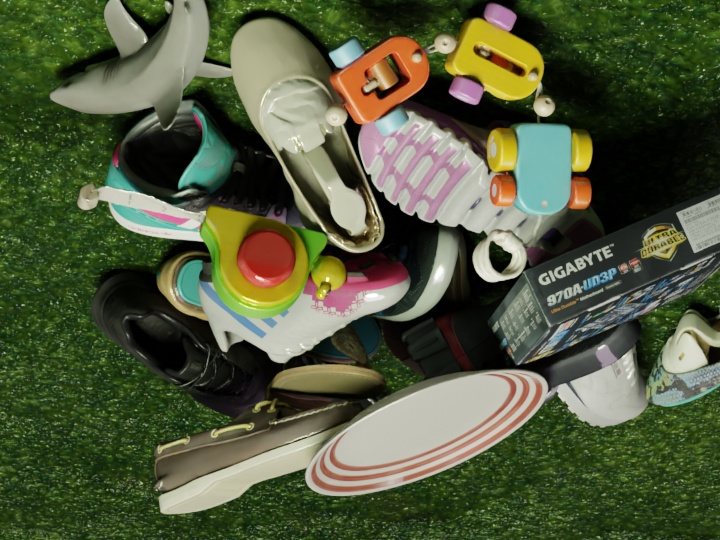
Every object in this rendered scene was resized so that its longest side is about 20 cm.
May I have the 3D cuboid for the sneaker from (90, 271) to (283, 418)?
[{"bbox_3d":[-0.132,0.078,1.829,0.200,0.091,0.076,28,96,-22],"label":"sneaker"}]

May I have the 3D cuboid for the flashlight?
[{"bbox_3d":[0.132,0.032,1.725,0.200,0.068,0.068,-28,145,1],"label":"flashlight"}]

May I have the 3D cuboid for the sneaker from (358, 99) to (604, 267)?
[{"bbox_3d":[0.088,-0.077,1.608,0.200,0.088,0.080,26,135,-19],"label":"sneaker"}]

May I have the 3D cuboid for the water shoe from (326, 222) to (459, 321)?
[{"bbox_3d":[0.000,0.000,1.714,0.079,0.072,0.200,20,160,-26],"label":"water shoe"}]

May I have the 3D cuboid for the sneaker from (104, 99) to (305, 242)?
[{"bbox_3d":[-0.095,-0.073,1.632,0.200,0.084,0.121,1,158,4],"label":"sneaker"}]

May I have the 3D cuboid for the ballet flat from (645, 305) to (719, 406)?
[{"bbox_3d":[0.305,0.050,1.827,0.200,0.074,0.074,-29,137,32],"label":"ballet flat"}]

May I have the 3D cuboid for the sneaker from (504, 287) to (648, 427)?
[{"bbox_3d":[0.200,0.069,1.853,0.080,0.076,0.200,-23,142,26],"label":"sneaker"}]

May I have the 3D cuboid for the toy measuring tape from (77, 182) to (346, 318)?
[{"bbox_3d":[-0.109,-0.009,1.579,0.200,0.074,0.074,13,148,-8],"label":"toy measuring tape"}]

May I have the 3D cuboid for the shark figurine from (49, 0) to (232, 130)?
[{"bbox_3d":[-0.135,-0.146,1.505,0.128,0.090,0.214,9,150,-13],"label":"shark figurine"}]

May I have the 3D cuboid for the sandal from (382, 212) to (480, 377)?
[{"bbox_3d":[0.064,0.018,1.793,0.082,0.055,0.200,32,143,27],"label":"sandal"}]

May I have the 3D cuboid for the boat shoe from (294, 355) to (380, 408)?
[{"bbox_3d":[-0.054,0.103,1.933,0.200,0.072,0.068,23,145,-18],"label":"boat shoe"}]

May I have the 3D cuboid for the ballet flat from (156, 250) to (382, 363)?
[{"bbox_3d":[-0.076,0.026,1.824,0.200,0.069,0.063,21,172,-24],"label":"ballet flat"}]

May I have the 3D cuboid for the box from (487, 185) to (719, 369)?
[{"bbox_3d":[0.183,0.009,1.594,0.159,0.046,0.200,-23,171,-8],"label":"box"}]

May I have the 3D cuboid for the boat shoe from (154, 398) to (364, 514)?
[{"bbox_3d":[-0.081,0.136,1.749,0.200,0.060,0.072,-25,159,28],"label":"boat shoe"}]

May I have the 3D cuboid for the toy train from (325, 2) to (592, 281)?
[{"bbox_3d":[0.068,-0.097,1.518,0.200,0.150,0.056,53,169,-13],"label":"toy train"}]

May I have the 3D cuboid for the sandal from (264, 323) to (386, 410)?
[{"bbox_3d":[-0.032,0.069,1.754,0.078,0.070,0.212,12,163,-14],"label":"sandal"}]

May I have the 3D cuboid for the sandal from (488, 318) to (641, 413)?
[{"bbox_3d":[0.143,0.087,1.760,0.200,0.076,0.043,-22,115,42],"label":"sandal"}]

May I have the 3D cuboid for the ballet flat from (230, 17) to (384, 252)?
[{"bbox_3d":[-0.032,-0.090,1.563,0.069,0.069,0.200,-10,130,20],"label":"ballet flat"}]

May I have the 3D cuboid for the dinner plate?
[{"bbox_3d":[0.049,0.119,1.696,0.200,0.024,0.200,-18,158,-8],"label":"dinner plate"}]

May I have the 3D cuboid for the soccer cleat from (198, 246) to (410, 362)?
[{"bbox_3d":[-0.038,0.028,1.676,0.200,0.086,0.070,2,-160,40],"label":"soccer cleat"}]
